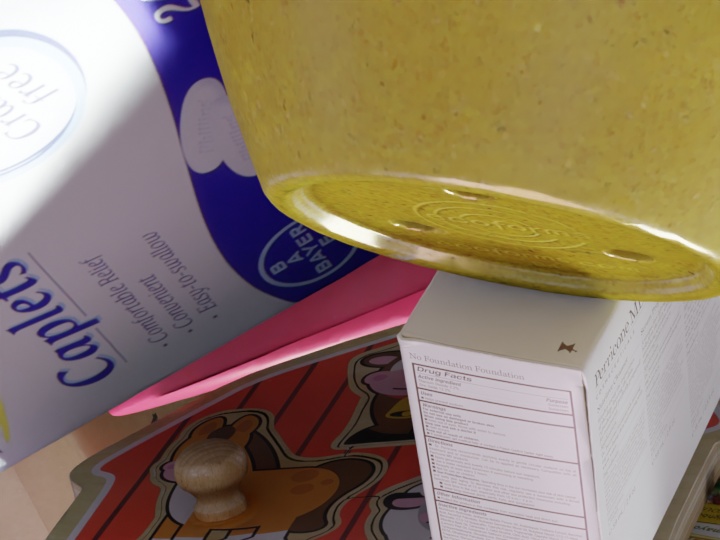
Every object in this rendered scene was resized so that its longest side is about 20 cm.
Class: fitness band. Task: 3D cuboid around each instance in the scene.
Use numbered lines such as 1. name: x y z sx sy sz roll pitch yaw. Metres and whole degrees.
1. fitness band: 0.000 0.000 0.896 0.144 0.037 0.200 -16 175 -37

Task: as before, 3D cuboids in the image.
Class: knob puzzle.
1. knob puzzle: 0.010 0.043 0.815 0.220 0.030 0.220 -11 -161 4

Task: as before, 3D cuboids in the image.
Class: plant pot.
1. plant pot: 0.044 -0.073 0.629 0.200 0.142 0.200 10 170 2

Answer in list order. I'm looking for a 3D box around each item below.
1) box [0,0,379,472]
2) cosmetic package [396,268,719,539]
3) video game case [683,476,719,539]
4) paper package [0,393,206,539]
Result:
1. box: -0.121 -0.035 0.755 0.200 0.105 0.184 -30 145 5
2. cosmetic package: 0.071 -0.014 0.745 0.051 0.200 0.083 11 133 21
3. video game case: 0.109 0.058 0.820 0.200 0.022 0.182 6 -159 43
4. paper package: -0.110 0.063 1.030 0.103 0.200 0.191 -23 -157 14
